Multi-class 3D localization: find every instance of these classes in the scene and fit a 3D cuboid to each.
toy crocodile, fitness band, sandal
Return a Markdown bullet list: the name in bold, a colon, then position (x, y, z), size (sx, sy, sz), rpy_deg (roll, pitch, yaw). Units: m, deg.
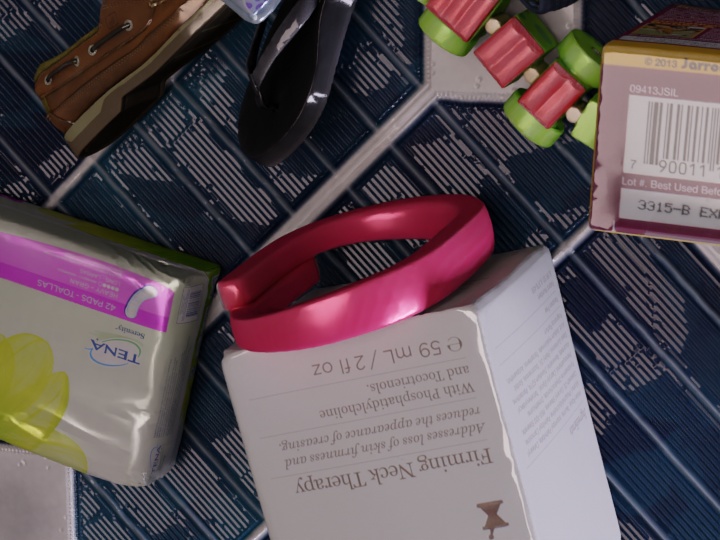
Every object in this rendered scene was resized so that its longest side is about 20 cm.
- **toy crocodile**: position (0.089, -0.137, 1.338), size (0.200, 0.062, 0.068), rpy_deg (46, 112, 5)
- **fitness band**: position (0.000, 0.000, 1.326), size (0.143, 0.200, 0.038), rpy_deg (-8, 106, 25)
- **sandal**: position (-0.036, -0.162, 1.371), size (0.076, 0.043, 0.201), rpy_deg (39, 110, 55)

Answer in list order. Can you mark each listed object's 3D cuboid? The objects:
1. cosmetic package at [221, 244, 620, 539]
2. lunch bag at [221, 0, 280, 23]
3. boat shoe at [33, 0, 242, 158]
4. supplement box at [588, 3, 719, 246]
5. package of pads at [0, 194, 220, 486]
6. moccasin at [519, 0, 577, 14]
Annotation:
- **cosmetic package**: position (0.042, 0.110, 1.355), size (0.167, 0.166, 0.201), rpy_deg (-12, 99, 21)
- **lunch bag**: position (-0.111, -0.263, 1.299), size (0.127, 0.170, 0.200), rpy_deg (-42, 57, -12)
- **boat shoe**: position (-0.133, -0.154, 1.407), size (0.200, 0.072, 0.068), rpy_deg (-40, 84, 24)
- **supplement box**: position (0.210, -0.081, 1.232), size (0.130, 0.200, 0.104), rpy_deg (7, 105, 18)
- **package of pads**: position (-0.204, 0.044, 1.481), size (0.199, 0.068, 0.155), rpy_deg (18, 107, 16)
- **moccasin**: position (0.061, -0.233, 1.299), size (0.200, 0.068, 0.081), rpy_deg (44, 153, 12)
